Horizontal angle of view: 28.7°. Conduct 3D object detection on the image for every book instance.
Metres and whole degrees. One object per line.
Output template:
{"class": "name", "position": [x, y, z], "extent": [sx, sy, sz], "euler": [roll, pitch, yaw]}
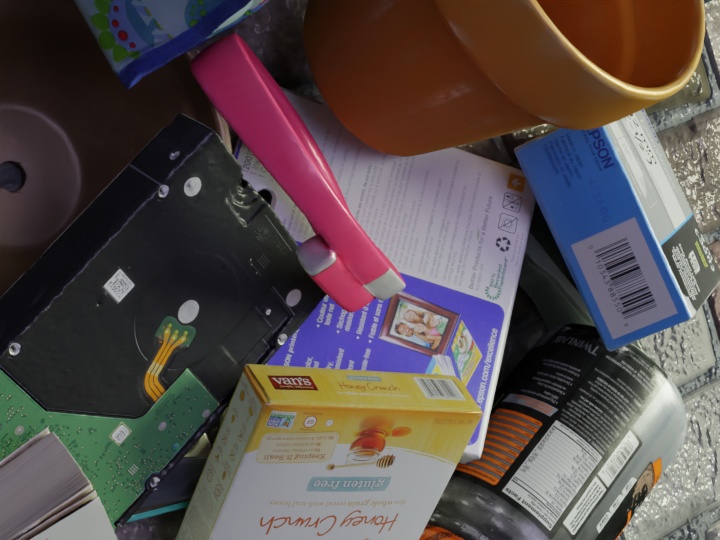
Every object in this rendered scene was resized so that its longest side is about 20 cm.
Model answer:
{"class": "book", "position": [-0.175, 0.182, 0.696], "extent": [0.133, 0.048, 0.201], "euler": [-33, 146, -19]}

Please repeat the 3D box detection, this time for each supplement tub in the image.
{"class": "supplement tub", "position": [0.117, 0.141, 0.922], "extent": [0.200, 0.122, 0.123], "euler": [-47, 109, -27]}

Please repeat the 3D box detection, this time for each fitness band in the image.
{"class": "fitness band", "position": [-0.034, -0.050, 0.767], "extent": [0.037, 0.200, 0.144], "euler": [-33, 71, 3]}

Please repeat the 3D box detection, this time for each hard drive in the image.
{"class": "hard drive", "position": [-0.118, 0.037, 0.722], "extent": [0.200, 0.038, 0.140], "euler": [-49, 136, -13]}

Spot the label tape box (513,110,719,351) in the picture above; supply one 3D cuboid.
{"class": "label tape box", "position": [0.186, -0.042, 0.958], "extent": [0.144, 0.066, 0.200], "euler": [64, 27, 0]}

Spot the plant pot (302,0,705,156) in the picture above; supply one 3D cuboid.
{"class": "plant pot", "position": [0.069, -0.159, 0.828], "extent": [0.199, 0.183, 0.202], "euler": [21, 58, -38]}

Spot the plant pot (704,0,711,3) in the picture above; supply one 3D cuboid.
{"class": "plant pot", "position": [0.169, -0.305, 0.970], "extent": [0.199, 0.195, 0.198], "euler": [27, 71, -22]}

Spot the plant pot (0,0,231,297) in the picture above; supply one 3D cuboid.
{"class": "plant pot", "position": [-0.178, -0.057, 0.770], "extent": [0.200, 0.092, 0.203], "euler": [4, 82, -32]}

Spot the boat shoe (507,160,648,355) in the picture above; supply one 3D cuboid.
{"class": "boat shoe", "position": [0.154, 0.011, 0.989], "extent": [0.060, 0.075, 0.200], "euler": [-46, 110, -22]}

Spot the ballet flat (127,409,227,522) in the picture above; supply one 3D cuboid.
{"class": "ballet flat", "position": [-0.087, 0.109, 0.826], "extent": [0.199, 0.073, 0.074], "euler": [-2, 86, -31]}

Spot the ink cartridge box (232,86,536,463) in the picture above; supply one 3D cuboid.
{"class": "ink cartridge box", "position": [0.000, 0.000, 0.884], "extent": [0.199, 0.043, 0.199], "euler": [19, 68, -8]}

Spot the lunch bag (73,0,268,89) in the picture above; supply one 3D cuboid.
{"class": "lunch bag", "position": [-0.089, -0.209, 0.710], "extent": [0.171, 0.127, 0.200], "euler": [58, 32, -12]}

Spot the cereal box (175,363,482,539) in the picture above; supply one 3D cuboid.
{"class": "cereal box", "position": [-0.031, 0.146, 0.807], "extent": [0.143, 0.040, 0.201], "euler": [4, 122, -32]}
